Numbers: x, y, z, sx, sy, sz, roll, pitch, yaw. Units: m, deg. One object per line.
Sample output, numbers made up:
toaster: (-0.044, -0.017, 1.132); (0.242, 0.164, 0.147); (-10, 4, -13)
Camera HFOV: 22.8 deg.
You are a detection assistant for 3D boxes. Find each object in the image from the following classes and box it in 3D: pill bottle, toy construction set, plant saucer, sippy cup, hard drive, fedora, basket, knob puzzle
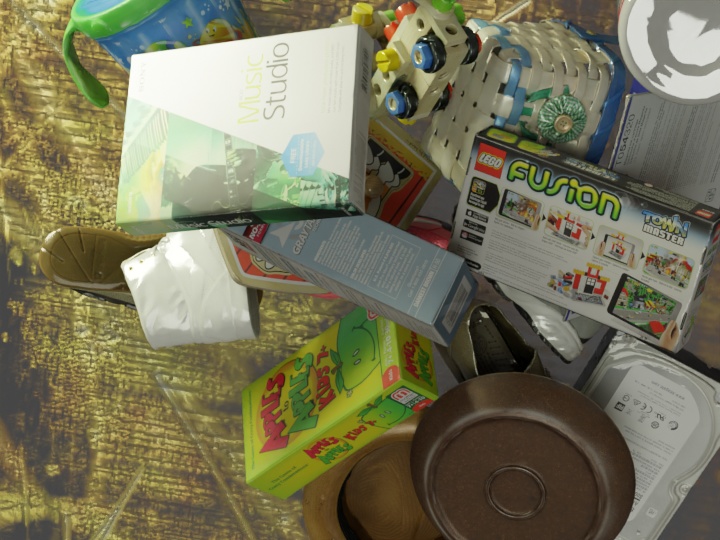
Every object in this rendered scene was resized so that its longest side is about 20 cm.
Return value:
pill bottle: (0.254, -0.210, 1.383); (0.113, 0.200, 0.115); (2, 113, 6)
toy construction set: (0.025, -0.191, 1.416); (0.092, 0.200, 0.132); (-24, 70, -17)
plant saucer: (0.137, 0.184, 1.542); (0.199, 0.035, 0.202); (6, 115, 12)
sippy cup: (-0.148, -0.198, 1.480); (0.177, 0.140, 0.131); (-5, 130, 47)
hard drive: (0.244, 0.157, 1.623); (0.139, 0.038, 0.201); (28, 113, -5)
fedora: (0.043, 0.199, 1.639); (0.199, 0.082, 0.202); (3, 115, 6)
basket: (0.164, -0.117, 1.475); (0.199, 0.139, 0.177); (3, 118, -31)
knob puzzle: (-0.043, -0.069, 1.501); (0.218, 0.030, 0.222); (4, 80, -20)

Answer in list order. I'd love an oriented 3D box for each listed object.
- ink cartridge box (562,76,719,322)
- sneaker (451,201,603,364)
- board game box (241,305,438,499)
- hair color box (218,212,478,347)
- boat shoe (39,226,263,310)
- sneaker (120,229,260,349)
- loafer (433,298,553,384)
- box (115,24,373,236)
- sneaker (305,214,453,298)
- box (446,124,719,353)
ink cartridge box: (0.235, -0.069, 1.457); (0.043, 0.199, 0.198); (31, 119, 35)
sneaker: (0.148, -0.005, 1.536); (0.079, 0.074, 0.200); (-42, 127, 7)
board game box: (-0.022, 0.109, 1.571); (0.047, 0.102, 0.200); (27, 131, -36)
hair color box: (-0.012, -0.015, 1.400); (0.199, 0.099, 0.061); (25, 83, 14)
boat shoe: (-0.185, 0.001, 1.594); (0.198, 0.065, 0.074); (14, 85, -6)
sneaker: (-0.154, -0.032, 1.529); (0.115, 0.074, 0.202); (-9, 73, 8)
loafer: (0.134, 0.109, 1.566); (0.076, 0.067, 0.200); (-38, 87, -18)
box: (-0.089, -0.106, 1.364); (0.199, 0.036, 0.145); (-6, 70, 23)
sneaker: (0.000, 0.000, 1.560); (0.198, 0.087, 0.074); (1, 113, 6)
box: (0.169, -0.025, 1.366); (0.199, 0.035, 0.111); (23, 115, 21)
